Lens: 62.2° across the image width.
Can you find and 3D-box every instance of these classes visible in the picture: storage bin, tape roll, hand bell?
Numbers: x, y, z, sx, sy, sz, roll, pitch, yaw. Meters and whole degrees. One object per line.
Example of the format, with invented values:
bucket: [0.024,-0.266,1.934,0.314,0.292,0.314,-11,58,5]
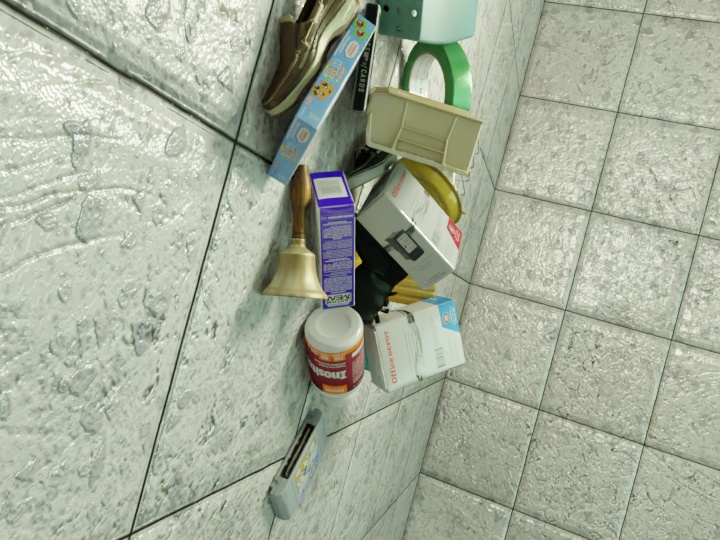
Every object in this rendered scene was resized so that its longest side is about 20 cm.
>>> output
storage bin: [0.104,-0.257,1.064,0.201,0.195,0.095,-83,-171,-70]
tape roll: [0.154,-0.371,1.229,0.047,0.201,0.204,-11,124,-23]
hand bell: [-0.095,-0.060,0.919,0.104,0.102,0.205,14,79,-72]

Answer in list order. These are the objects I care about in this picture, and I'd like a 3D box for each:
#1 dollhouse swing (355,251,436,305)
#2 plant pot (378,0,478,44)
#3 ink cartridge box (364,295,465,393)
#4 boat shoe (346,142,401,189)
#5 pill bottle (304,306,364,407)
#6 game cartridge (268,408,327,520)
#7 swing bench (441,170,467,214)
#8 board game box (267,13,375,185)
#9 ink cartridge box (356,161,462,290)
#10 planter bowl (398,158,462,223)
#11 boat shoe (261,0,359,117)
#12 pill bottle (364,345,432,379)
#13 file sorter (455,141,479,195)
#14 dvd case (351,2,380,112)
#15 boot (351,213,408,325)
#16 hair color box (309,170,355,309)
dollhouse swing: [0.066,0.011,1.279,0.182,0.173,0.204,-38,141,-61]
plant pot: [0.118,-0.497,1.101,0.200,0.139,0.144,-42,144,-46]
ink cartridge box: [0.112,0.154,1.278,0.196,0.084,0.148,-16,101,-22]
boat shoe: [0.016,-0.210,1.141,0.064,0.070,0.200,60,34,-12]
pill bottle: [-0.047,0.172,1.165,0.203,0.111,0.114,87,26,-42]
game cartridge: [-0.124,0.406,1.246,0.135,0.041,0.201,80,30,-44]
swing bench: [0.188,-0.259,1.451,0.200,0.127,0.204,34,59,-69]
board game box: [-0.056,-0.234,0.829,0.202,0.036,0.151,-64,-169,-27]
ink cartridge box: [0.098,-0.088,1.149,0.083,0.200,0.146,-35,-164,33]
planter bowl: [0.122,-0.149,1.325,0.084,0.199,0.202,-47,152,-22]
boat shoe: [-0.082,-0.300,0.785,0.074,0.074,0.205,37,74,-31]
pill bottle: [0.078,0.192,1.387,0.111,0.196,0.113,-164,-90,-88]
file sorter: [0.244,-0.288,1.658,0.139,0.122,0.203,62,47,-64]
dvd case: [0.011,-0.345,0.967,0.201,0.024,0.153,-81,180,-69]
boot: [-0.001,-0.001,1.182,0.163,0.197,0.074,-48,-162,10]
hair color box: [-0.046,-0.049,0.998,0.110,0.063,0.203,-108,-164,-51]
